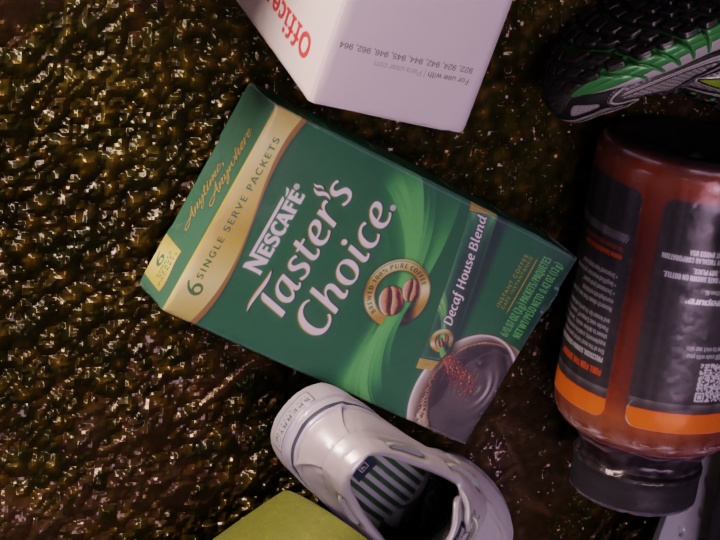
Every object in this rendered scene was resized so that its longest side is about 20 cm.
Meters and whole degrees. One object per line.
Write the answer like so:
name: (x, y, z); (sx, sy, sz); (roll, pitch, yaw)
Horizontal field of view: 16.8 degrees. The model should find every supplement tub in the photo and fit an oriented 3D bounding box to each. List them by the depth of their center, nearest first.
supplement tub: (0.161, 0.026, 1.295); (0.107, 0.107, 0.201); (1, 110, -23)

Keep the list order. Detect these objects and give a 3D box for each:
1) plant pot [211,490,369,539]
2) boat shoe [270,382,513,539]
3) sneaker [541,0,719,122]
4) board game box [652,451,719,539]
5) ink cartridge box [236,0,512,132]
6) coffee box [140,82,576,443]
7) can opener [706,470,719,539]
plant pot: (-0.061, 0.221, 1.258); (0.187, 0.187, 0.200); (43, 75, -30)
boat shoe: (0.027, 0.128, 1.277); (0.074, 0.067, 0.200); (-53, 137, 4)
sneaker: (0.188, -0.108, 1.268); (0.199, 0.078, 0.086); (-15, 116, -17)
board game box: (0.207, 0.230, 1.383); (0.200, 0.026, 0.200); (45, 55, -30)
ink cartridge box: (0.021, -0.185, 1.114); (0.084, 0.146, 0.201); (9, 115, -26)
coffee box: (0.000, 0.000, 1.253); (0.200, 0.044, 0.123); (27, 99, -29)
can opener: (0.230, 0.124, 1.350); (0.066, 0.053, 0.201); (23, 74, -19)
